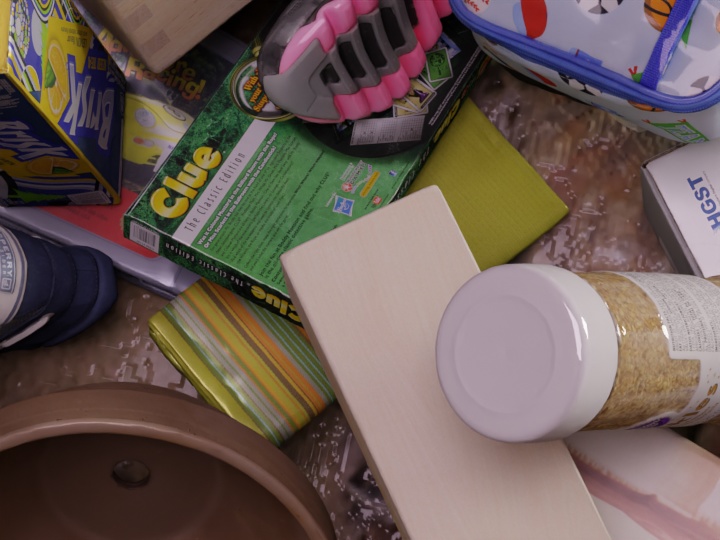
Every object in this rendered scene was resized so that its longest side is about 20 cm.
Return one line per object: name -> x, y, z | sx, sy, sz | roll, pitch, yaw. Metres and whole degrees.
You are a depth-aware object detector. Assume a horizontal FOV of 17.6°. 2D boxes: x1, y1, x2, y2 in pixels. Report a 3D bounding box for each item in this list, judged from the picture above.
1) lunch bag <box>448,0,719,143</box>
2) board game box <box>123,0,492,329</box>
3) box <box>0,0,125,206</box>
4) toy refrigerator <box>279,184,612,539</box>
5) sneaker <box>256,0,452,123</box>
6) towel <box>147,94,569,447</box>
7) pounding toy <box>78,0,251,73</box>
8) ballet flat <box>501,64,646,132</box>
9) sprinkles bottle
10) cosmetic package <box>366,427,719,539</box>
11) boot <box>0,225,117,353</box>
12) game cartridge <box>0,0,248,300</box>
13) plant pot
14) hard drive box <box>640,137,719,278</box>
lunch bag -> 0.142, -0.166, 1.037 | 0.160, 0.076, 0.201 | 25, 84, 22
board game box -> -0.019, -0.069, 1.114 | 0.104, 0.023, 0.200 | 28, 58, 9
box -> -0.159, -0.087, 1.053 | 0.064, 0.200, 0.070 | -1, 76, 7
toy refrigerator -> 0.041, 0.074, 0.984 | 0.076, 0.070, 0.201 | -25, 75, -5
sneaker -> 0.000, -0.148, 1.123 | 0.095, 0.079, 0.200 | 20, 52, 28
towel -> 0.000, 0.000, 1.117 | 0.200, 0.018, 0.086 | -37, 79, -18
pounding toy -> -0.080, -0.216, 1.083 | 0.184, 0.142, 0.200 | -39, 40, -6
ballet flat -> 0.150, -0.107, 1.088 | 0.199, 0.068, 0.069 | -13, 48, 28
sprinkles bottle -> 0.110, 0.033, 0.955 | 0.068, 0.200, 0.069 | -1, 89, 34
cosmetic package -> 0.112, 0.111, 1.051 | 0.199, 0.103, 0.087 | 30, 82, 13
boot -> -0.215, 0.029, 1.140 | 0.199, 0.090, 0.073 | -15, 75, 35
game cartridge -> -0.114, -0.067, 1.164 | 0.199, 0.041, 0.134 | 23, 76, 13
plant pot -> -0.108, 0.120, 1.065 | 0.200, 0.202, 0.093 | -9, 33, 6
hard drive box -> 0.251, -0.016, 1.075 | 0.199, 0.077, 0.156 | -25, 74, 1
